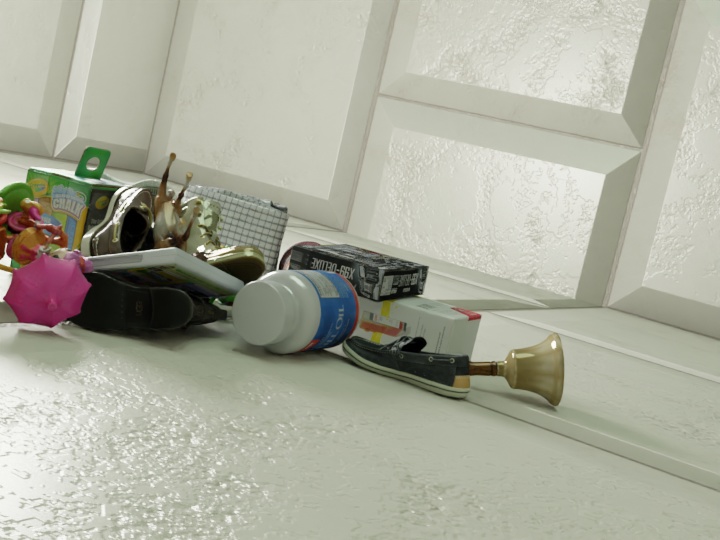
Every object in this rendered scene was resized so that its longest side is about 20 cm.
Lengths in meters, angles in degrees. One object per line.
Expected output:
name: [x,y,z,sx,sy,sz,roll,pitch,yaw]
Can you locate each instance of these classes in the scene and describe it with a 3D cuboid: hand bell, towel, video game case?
hand bell: [0.183,0.142,1.512,0.197,0.106,0.104,0,7,-3]
towel: [-0.233,-0.057,1.912,0.198,0.168,0.086,14,0,8]
video game case: [-0.275,0.010,1.394,0.180,0.022,0.200,-5,-15,18]

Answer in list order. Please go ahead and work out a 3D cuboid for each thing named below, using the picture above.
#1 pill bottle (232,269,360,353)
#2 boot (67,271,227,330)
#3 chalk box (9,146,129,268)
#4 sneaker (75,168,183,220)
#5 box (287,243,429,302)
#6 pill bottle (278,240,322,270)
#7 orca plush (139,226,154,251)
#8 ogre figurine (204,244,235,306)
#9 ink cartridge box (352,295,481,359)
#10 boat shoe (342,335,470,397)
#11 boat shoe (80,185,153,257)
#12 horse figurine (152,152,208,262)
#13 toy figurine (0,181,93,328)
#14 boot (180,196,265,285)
pill bottle: [-0.089,0.056,1.441,0.111,0.114,0.199,16,7,25]
boot: [-0.282,0.048,1.369,0.197,0.070,0.174,10,-3,3]
chalk box: [-0.412,-0.082,1.545,0.122,0.203,0.124,14,5,22]
sneaker: [-0.368,-0.105,1.656,0.198,0.079,0.099,12,-7,14]
box: [0.000,0.000,1.647,0.156,0.050,0.200,15,8,22]
pill bottle: [-0.092,0.005,1.902,0.108,0.111,0.200,12,6,-11]
orca plush: [-0.382,-0.036,1.684,0.200,0.105,0.071,46,33,-7]
ogre figurine: [-0.199,0.022,1.615,0.119,0.098,0.201,26,26,-37]
ink cartridge box: [0.072,0.084,1.666,0.198,0.084,0.145,17,8,23]
boat shoe: [0.065,0.118,1.454,0.198,0.063,0.074,16,8,30]
boat shoe: [-0.323,-0.062,1.472,0.059,0.073,0.201,-8,26,15]
horse figurine: [-0.260,-0.063,1.475,0.049,0.133,0.201,5,47,-27]
toy figurine: [-0.395,-0.010,1.261,0.183,0.151,0.200,28,33,15]
boot: [-0.216,-0.040,1.530,0.198,0.156,0.072,-17,-41,29]
